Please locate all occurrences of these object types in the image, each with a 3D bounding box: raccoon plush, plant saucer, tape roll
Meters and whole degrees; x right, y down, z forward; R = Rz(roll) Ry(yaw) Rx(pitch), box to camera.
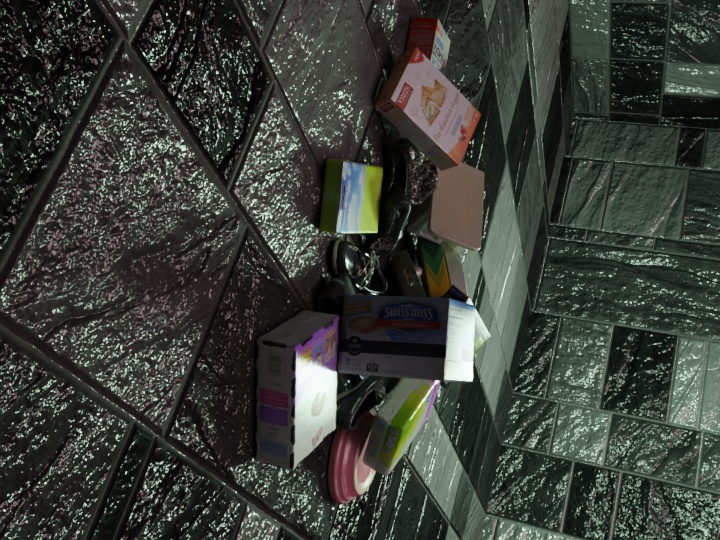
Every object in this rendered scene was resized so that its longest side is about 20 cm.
[{"bbox_3d":[0.086,-0.169,1.641,0.134,0.095,0.204,21,78,-61],"label":"raccoon plush"},{"bbox_3d":[-0.005,0.369,1.654,0.200,0.050,0.204,9,90,-70],"label":"plant saucer"},{"bbox_3d":[0.208,0.029,1.870,0.203,0.036,0.207,170,-90,-89],"label":"tape roll"}]

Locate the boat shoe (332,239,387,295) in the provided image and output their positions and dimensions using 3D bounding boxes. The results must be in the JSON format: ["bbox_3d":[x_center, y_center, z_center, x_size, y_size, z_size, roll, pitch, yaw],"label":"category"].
[{"bbox_3d":[0.000,0.000,1.506,0.200,0.061,0.076,56,47,-61],"label":"boat shoe"}]

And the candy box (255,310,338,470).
[{"bbox_3d":[-0.099,0.185,1.305,0.167,0.070,0.204,-30,125,-65],"label":"candy box"}]

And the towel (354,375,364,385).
[{"bbox_3d":[0.021,0.168,1.682,0.201,0.023,0.146,71,33,-50],"label":"towel"}]

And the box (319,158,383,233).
[{"bbox_3d":[-0.017,-0.127,1.433,0.199,0.047,0.124,-8,105,-69],"label":"box"}]

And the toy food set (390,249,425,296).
[{"bbox_3d":[0.125,0.069,1.767,0.201,0.060,0.145,71,-1,-50],"label":"toy food set"}]

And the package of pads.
[{"bbox_3d":[0.083,0.286,1.617,0.200,0.068,0.156,-45,156,-46],"label":"package of pads"}]

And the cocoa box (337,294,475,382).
[{"bbox_3d":[0.079,0.113,1.374,0.133,0.197,0.134,16,77,-61],"label":"cocoa box"}]

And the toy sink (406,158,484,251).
[{"bbox_3d":[0.180,-0.126,1.757,0.112,0.129,0.203,-40,-143,53],"label":"toy sink"}]

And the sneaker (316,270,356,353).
[{"bbox_3d":[-0.023,0.090,1.464,0.080,0.074,0.202,-64,154,-43],"label":"sneaker"}]

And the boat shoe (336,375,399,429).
[{"bbox_3d":[0.018,0.247,1.574,0.199,0.061,0.074,-25,127,-43],"label":"boat shoe"}]

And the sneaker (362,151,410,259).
[{"bbox_3d":[0.045,-0.120,1.561,0.201,0.059,0.105,-62,-141,42],"label":"sneaker"}]

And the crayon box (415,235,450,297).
[{"bbox_3d":[0.165,0.027,1.828,0.127,0.050,0.203,86,-4,-70],"label":"crayon box"}]

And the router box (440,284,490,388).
[{"bbox_3d":[0.187,0.144,1.740,0.158,0.052,0.200,-48,145,-7],"label":"router box"}]

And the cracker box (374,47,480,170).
[{"bbox_3d":[0.133,-0.310,1.589,0.199,0.057,0.135,38,63,-26],"label":"cracker box"}]

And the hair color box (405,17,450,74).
[{"bbox_3d":[0.130,-0.402,1.693,0.111,0.063,0.204,23,77,-69],"label":"hair color box"}]
